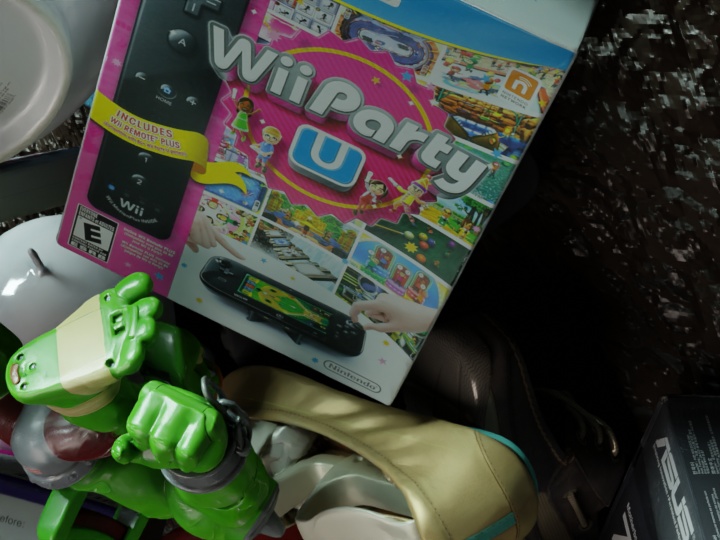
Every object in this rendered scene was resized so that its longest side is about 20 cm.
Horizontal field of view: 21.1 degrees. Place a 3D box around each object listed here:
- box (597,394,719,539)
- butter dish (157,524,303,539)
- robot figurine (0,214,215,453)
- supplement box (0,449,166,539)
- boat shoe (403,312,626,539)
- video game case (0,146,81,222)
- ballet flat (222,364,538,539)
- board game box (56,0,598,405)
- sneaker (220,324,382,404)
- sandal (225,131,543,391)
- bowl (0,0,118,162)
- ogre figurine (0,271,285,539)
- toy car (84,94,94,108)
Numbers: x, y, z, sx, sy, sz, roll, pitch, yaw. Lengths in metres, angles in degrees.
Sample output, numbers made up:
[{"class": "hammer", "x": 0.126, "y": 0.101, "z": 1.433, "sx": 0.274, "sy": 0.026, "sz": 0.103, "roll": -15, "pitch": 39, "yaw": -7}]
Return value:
[{"class": "box", "x": 0.138, "y": 0.175, "z": 0.751, "sx": 0.162, "sy": 0.049, "sz": 0.201, "roll": 106, "pitch": 161, "yaw": -46}, {"class": "butter dish", "x": -0.023, "y": 0.158, "z": 0.882, "sx": 0.200, "sy": 0.198, "sz": 0.149, "roll": 80, "pitch": -178, "yaw": -60}, {"class": "robot figurine", "x": -0.166, "y": 0.042, "z": 1.034, "sx": 0.169, "sy": 0.114, "sz": 0.200, "roll": 12, "pitch": 153, "yaw": -18}, {"class": "supplement box", "x": -0.157, "y": 0.145, "z": 0.917, "sx": 0.101, "sy": 0.104, "sz": 0.200, "roll": 15, "pitch": 177, "yaw": 1}, {"class": "boat shoe", "x": 0.070, "y": 0.080, "z": 0.832, "sx": 0.075, "sy": 0.073, "sz": 0.200, "roll": 51, "pitch": 165, "yaw": 37}, {"class": "video game case", "x": -0.224, "y": -0.017, "z": 0.793, "sx": 0.181, "sy": 0.200, "sz": 0.023, "roll": -7, "pitch": 98, "yaw": 31}, {"class": "ballet flat", "x": -0.015, "y": 0.081, "z": 0.785, "sx": 0.200, "sy": 0.063, "sz": 0.069, "roll": 5, "pitch": 125, "yaw": 51}, {"class": "board game box", "x": -0.017, "y": -0.059, "z": 0.683, "sx": 0.147, "sy": 0.064, "sz": 0.200, "roll": 25, "pitch": 138, "yaw": 0}, {"class": "sneaker", "x": -0.020, "y": 0.039, "z": 0.918, "sx": 0.079, "sy": 0.076, "sz": 0.201, "roll": 12, "pitch": 137, "yaw": 12}, {"class": "sandal", "x": 0.000, "y": -0.001, "z": 0.799, "sx": 0.076, "sy": 0.043, "sz": 0.200, "roll": 25, "pitch": 137, "yaw": -14}, {"class": "bowl", "x": -0.162, "y": -0.097, "z": 0.705, "sx": 0.202, "sy": 0.200, "sz": 0.091, "roll": 94, "pitch": 158, "yaw": -50}, {"class": "ogre figurine", "x": -0.108, "y": 0.054, "z": 0.755, "sx": 0.199, "sy": 0.099, "sz": 0.120, "roll": -2, "pitch": 147, "yaw": 28}, {"class": "toy car", "x": -0.213, "y": -0.114, "z": 0.829, "sx": 0.184, "sy": 0.200, "sz": 0.177, "roll": 30, "pitch": 152, "yaw": 25}]
